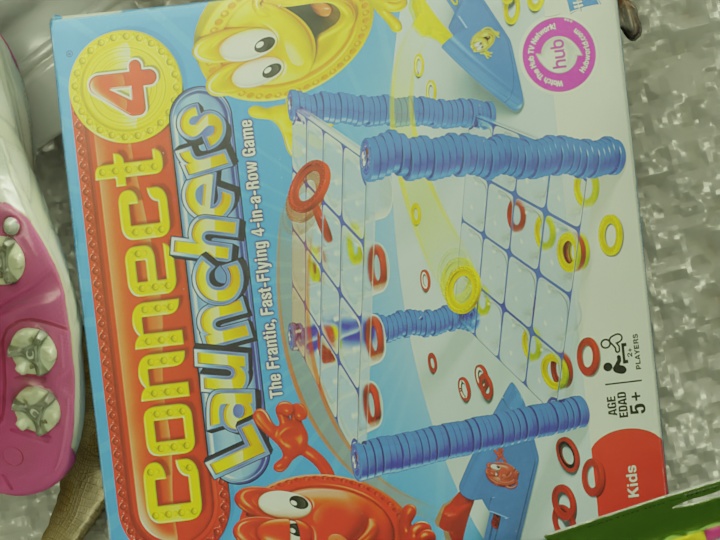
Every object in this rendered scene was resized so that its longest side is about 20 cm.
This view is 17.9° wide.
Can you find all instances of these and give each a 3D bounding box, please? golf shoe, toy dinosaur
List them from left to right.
[{"bbox_3d":[-0.133,-0.023,0.797,0.075,0.092,0.202,-14,98,19],"label":"golf shoe"},{"bbox_3d":[-0.088,0.060,0.879,0.100,0.058,0.201,5,70,26],"label":"toy dinosaur"}]

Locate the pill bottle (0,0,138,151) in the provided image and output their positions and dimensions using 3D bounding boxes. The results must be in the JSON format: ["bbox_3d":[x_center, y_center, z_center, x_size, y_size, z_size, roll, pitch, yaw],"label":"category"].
[{"bbox_3d":[-0.167,-0.141,0.879,0.111,0.111,0.200,-38,97,-1],"label":"pill bottle"}]

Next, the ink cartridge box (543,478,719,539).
[{"bbox_3d":[0.142,0.110,0.739,0.147,0.200,0.076,-17,74,6],"label":"ink cartridge box"}]

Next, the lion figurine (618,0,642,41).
[{"bbox_3d":[0.034,-0.157,0.886,0.072,0.122,0.200,-44,89,5],"label":"lion figurine"}]

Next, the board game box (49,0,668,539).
[{"bbox_3d":[0.000,0.000,0.801,0.194,0.056,0.202,-7,93,-2],"label":"board game box"}]
